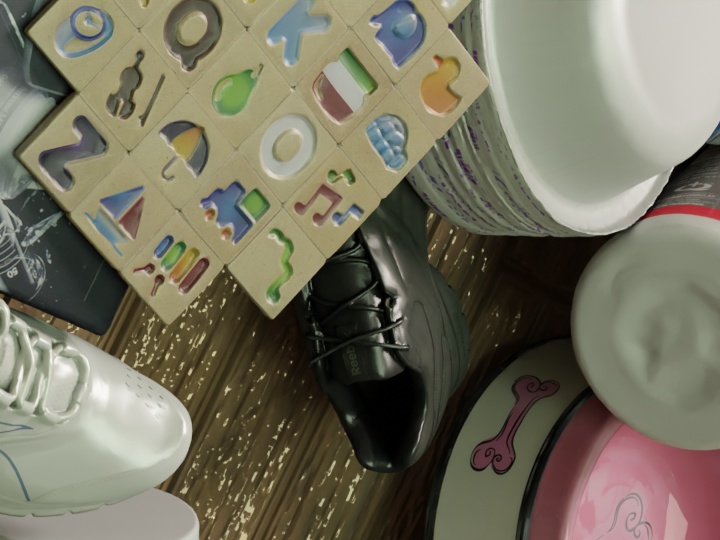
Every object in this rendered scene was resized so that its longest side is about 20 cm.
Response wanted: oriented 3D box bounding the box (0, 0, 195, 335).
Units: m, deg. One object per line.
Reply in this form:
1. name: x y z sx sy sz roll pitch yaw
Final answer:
1. box: -0.147 -0.105 1.143 0.182 0.104 0.200 26 88 -43

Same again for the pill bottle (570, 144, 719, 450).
1. pill bottle: 0.182 -0.003 1.407 0.200 0.111 0.111 -39 131 -57

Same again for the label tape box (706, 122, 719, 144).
1. label tape box: 0.251 -0.137 1.410 0.200 0.066 0.144 -2 75 -19

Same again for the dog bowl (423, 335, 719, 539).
1. dog bowl: 0.122 0.133 1.435 0.200 0.074 0.201 -4 96 -46

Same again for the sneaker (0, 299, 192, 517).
1. sneaker: -0.152 0.041 1.154 0.200 0.087 0.075 19 67 -23

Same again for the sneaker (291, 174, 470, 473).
1. sneaker: 0.000 0.000 1.296 0.091 0.076 0.200 -77 149 -54

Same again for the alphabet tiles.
1. alphabet tiles: -0.036 -0.082 1.155 0.200 0.006 0.166 -47 124 -11

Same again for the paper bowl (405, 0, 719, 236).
1. paper bowl: 0.095 -0.114 1.298 0.201 0.104 0.201 -3 93 -58

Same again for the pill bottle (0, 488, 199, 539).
1. pill bottle: -0.120 0.196 1.259 0.116 0.116 0.200 -7 109 -38
